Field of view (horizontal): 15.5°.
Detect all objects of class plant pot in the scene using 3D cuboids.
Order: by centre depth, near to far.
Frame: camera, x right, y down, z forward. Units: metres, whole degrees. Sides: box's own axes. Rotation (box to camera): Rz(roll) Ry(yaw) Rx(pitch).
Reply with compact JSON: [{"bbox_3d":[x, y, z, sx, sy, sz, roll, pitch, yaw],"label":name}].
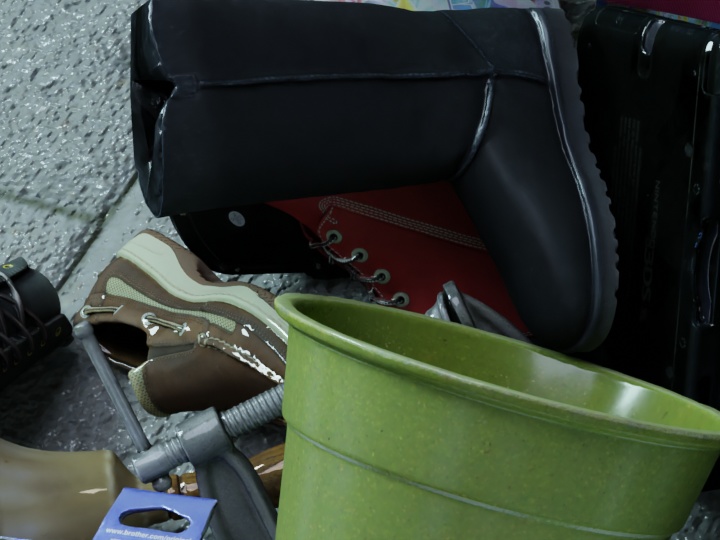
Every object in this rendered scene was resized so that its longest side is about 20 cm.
[{"bbox_3d":[0.037,0.127,1.084,0.200,0.200,0.191,19,97,34],"label":"plant pot"}]

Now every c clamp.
[{"bbox_3d":[-0.006,0.070,1.190,0.199,0.171,0.027,-20,11,-1],"label":"c clamp"}]

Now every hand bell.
[{"bbox_3d":[-0.080,0.104,1.249,0.199,0.104,0.104,-11,48,-2],"label":"hand bell"}]

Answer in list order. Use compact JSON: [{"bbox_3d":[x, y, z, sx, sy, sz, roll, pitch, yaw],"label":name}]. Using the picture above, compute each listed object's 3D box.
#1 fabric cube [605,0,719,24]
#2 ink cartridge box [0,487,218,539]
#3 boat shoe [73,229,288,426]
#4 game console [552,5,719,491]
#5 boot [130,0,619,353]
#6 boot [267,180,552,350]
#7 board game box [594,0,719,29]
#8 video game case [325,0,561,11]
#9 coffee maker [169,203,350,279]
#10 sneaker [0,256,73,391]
[{"bbox_3d":[0.108,-0.261,1.279,0.200,0.199,0.196,-63,38,28],"label":"fabric cube"},{"bbox_3d":[-0.108,0.191,1.132,0.136,0.076,0.201,4,79,25],"label":"ink cartridge box"},{"bbox_3d":[-0.074,0.047,1.283,0.075,0.075,0.202,-42,32,-15],"label":"boat shoe"},{"bbox_3d":[0.180,-0.009,1.173,0.116,0.201,0.176,-2,13,-28],"label":"game console"},{"bbox_3d":[0.003,-0.040,1.138,0.199,0.066,0.166,-1,69,-27],"label":"boot"},{"bbox_3d":[0.000,0.000,1.225,0.199,0.145,0.072,7,5,-13],"label":"boot"},{"bbox_3d":[0.190,-0.144,1.359,0.134,0.034,0.201,-3,51,22],"label":"board game box"},{"bbox_3d":[0.003,-0.133,1.285,0.199,0.018,0.144,5,51,-18],"label":"video game case"},{"bbox_3d":[-0.001,-0.104,1.362,0.191,0.135,0.201,11,51,-10],"label":"coffee maker"},{"bbox_3d":[-0.194,0.030,1.289,0.106,0.075,0.200,-36,2,-12],"label":"sneaker"}]
